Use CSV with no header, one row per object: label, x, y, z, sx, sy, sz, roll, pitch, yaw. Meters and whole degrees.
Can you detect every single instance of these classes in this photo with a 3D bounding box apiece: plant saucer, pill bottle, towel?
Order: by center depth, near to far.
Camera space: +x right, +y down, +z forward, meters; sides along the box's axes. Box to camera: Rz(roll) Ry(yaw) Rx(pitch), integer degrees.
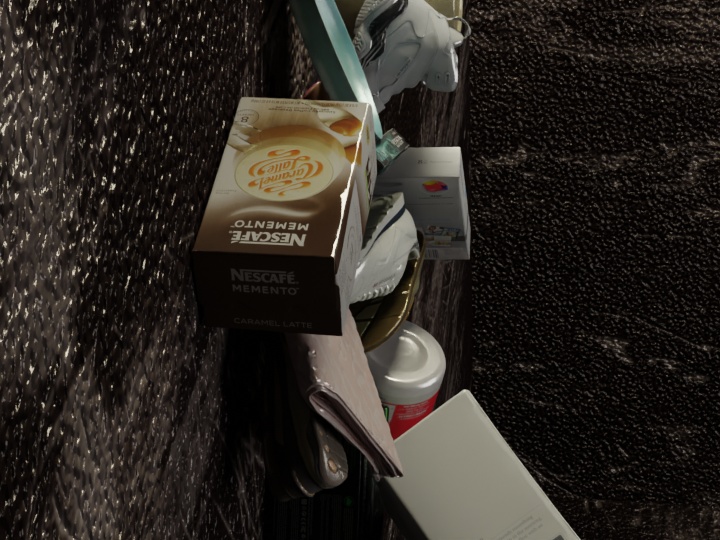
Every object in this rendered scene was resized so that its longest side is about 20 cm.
towel,-0.031,0.067,1.505,0.191,0.032,0.201,55,12,-52
plant saucer,-0.030,-0.211,1.595,0.200,0.027,0.202,-22,90,-83
pill bottle,0.017,0.158,1.862,0.113,0.111,0.201,-77,-177,-52

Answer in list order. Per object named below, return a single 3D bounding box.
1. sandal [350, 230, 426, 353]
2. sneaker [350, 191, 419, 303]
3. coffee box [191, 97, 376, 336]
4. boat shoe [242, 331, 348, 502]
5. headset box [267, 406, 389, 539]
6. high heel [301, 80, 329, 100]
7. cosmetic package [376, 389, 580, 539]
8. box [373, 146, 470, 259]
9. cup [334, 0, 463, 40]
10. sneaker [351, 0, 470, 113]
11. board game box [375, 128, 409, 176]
sandal,0.021,0.029,1.790,0.200,0.080,0.054,-62,156,-48
sneaker,0.000,0.000,1.711,0.200,0.076,0.081,-45,122,-43
coffee box,-0.056,-0.047,1.367,0.201,0.113,0.080,-80,169,-48
boat shoe,-0.068,0.118,1.488,0.075,0.073,0.201,56,11,-34
headset box,-0.030,0.225,1.700,0.200,0.092,0.176,-4,97,-83
high heel,-0.049,-0.152,1.615,0.200,0.067,0.097,74,8,-81
cosmetic package,0.116,0.251,1.666,0.201,0.122,0.200,54,-8,21
box,0.039,-0.070,1.886,0.200,0.154,0.042,73,19,-65
cup,0.036,-0.295,1.847,0.200,0.142,0.202,3,90,-82
sneaker,0.031,-0.188,1.753,0.075,0.114,0.201,-116,-131,-75
board game box,-0.018,-0.072,1.648,0.135,0.028,0.200,-46,-179,12
